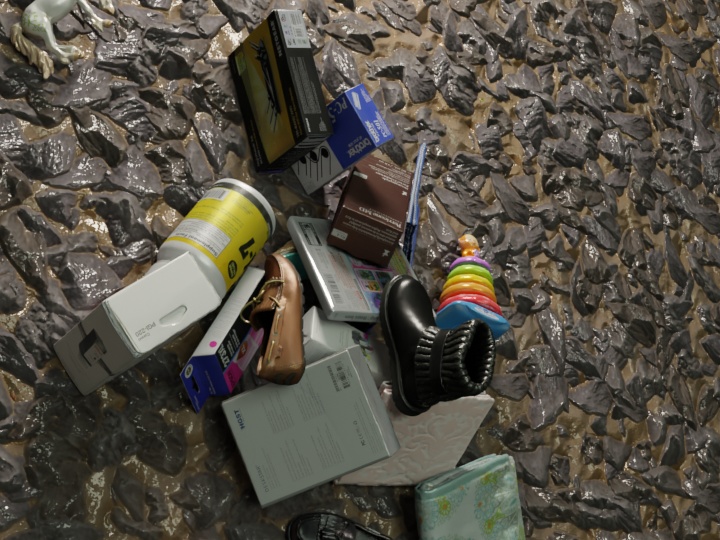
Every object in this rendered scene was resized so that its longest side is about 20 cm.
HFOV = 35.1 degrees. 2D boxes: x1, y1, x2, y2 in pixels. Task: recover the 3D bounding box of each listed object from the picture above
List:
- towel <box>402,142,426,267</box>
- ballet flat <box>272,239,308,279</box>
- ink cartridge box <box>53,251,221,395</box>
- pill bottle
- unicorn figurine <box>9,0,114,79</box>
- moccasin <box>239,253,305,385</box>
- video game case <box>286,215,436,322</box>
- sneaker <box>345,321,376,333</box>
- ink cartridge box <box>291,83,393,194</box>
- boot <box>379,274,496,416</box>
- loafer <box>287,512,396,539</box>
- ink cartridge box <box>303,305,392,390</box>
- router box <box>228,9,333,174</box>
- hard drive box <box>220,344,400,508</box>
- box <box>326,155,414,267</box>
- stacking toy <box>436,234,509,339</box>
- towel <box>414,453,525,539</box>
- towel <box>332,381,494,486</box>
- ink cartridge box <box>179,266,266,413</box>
[{"bbox_3d":[0.086,-0.087,1.788,0.024,0.200,0.146,9,64,2],"label":"towel"},{"bbox_3d":[-0.065,-0.025,1.742,0.199,0.071,0.066,1,45,-37],"label":"ballet flat"},{"bbox_3d":[-0.288,0.070,1.456,0.145,0.200,0.085,-34,93,-38],"label":"ink cartridge box"},{"bbox_3d":[-0.214,-0.025,1.597,0.114,0.114,0.201,44,55,-13],"label":"pill bottle"},{"bbox_3d":[-0.419,-0.378,1.607,0.137,0.074,0.201,37,61,-5],"label":"unicorn figurine"},{"bbox_3d":[-0.119,0.063,1.539,0.077,0.074,0.203,9,56,-18],"label":"moccasin"},{"bbox_3d":[0.000,0.000,1.679,0.181,0.024,0.201,5,41,-32],"label":"video game case"},{"bbox_3d":[0.009,0.052,1.729,0.070,0.099,0.200,48,53,-7],"label":"sneaker"},{"bbox_3d":[-0.040,-0.196,1.724,0.044,0.200,0.095,-32,92,-38],"label":"ink cartridge box"},{"bbox_3d":[0.107,0.084,1.549,0.079,0.158,0.213,6,65,-34],"label":"boot"},{"bbox_3d":[-0.007,0.386,1.620,0.199,0.063,0.073,23,61,-26],"label":"loafer"},{"bbox_3d":[-0.021,0.148,1.658,0.199,0.115,0.068,30,39,-23],"label":"ink cartridge box"},{"bbox_3d":[-0.123,-0.267,1.720,0.052,0.157,0.202,-7,77,-36],"label":"router box"},{"bbox_3d":[-0.068,0.212,1.556,0.077,0.198,0.157,-5,72,-77],"label":"hard drive box"},{"bbox_3d":[0.017,-0.097,1.733,0.099,0.075,0.201,22,32,-6],"label":"box"},{"bbox_3d":[0.179,0.021,1.871,0.115,0.110,0.201,24,50,-22],"label":"stacking toy"},{"bbox_3d":[0.168,0.382,1.724,0.199,0.048,0.173,-14,99,-37],"label":"towel"},{"bbox_3d":[0.076,0.244,1.668,0.198,0.192,0.032,8,33,-31],"label":"towel"},{"bbox_3d":[-0.180,0.099,1.592,0.201,0.037,0.095,-58,152,-32],"label":"ink cartridge box"}]
